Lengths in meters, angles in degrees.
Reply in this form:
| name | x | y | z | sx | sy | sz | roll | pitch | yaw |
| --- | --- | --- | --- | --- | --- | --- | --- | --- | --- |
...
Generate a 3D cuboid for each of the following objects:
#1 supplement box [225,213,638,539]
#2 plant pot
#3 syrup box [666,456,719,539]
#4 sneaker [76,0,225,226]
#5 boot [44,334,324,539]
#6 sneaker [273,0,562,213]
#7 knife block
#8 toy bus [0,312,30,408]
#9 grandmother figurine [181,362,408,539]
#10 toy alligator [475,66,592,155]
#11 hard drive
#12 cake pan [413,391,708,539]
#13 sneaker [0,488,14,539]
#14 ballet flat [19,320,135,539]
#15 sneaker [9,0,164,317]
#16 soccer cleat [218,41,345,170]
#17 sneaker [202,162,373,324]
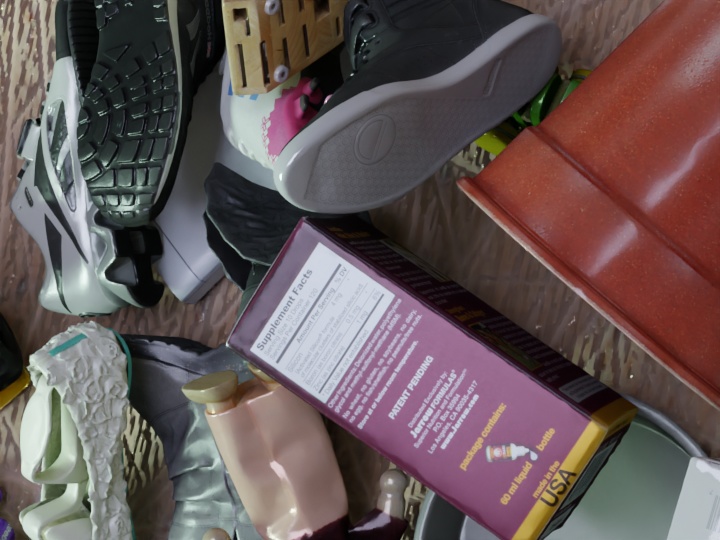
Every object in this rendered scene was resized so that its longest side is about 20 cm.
| name | x | y | z | sx | sy | sz | roll | pitch | yaw |
| --- | --- | --- | --- | --- | --- | --- | --- | --- | --- |
| supplement box | 0.040 | 0.058 | 1.624 | 0.200 | 0.110 | 0.086 | 34 | 100 | 10 |
| plant pot | 0.189 | -0.057 | 1.597 | 0.201 | 0.201 | 0.195 | 42 | 95 | 25 |
| syrup box | 0.227 | 0.146 | 1.535 | 0.079 | 0.200 | 0.082 | 17 | 93 | 27 |
| sneaker | -0.110 | -0.122 | 1.773 | 0.076 | 0.087 | 0.201 | -3 | 79 | 36 |
| boot | -0.109 | 0.106 | 1.793 | 0.199 | 0.070 | 0.132 | 3 | 91 | 32 |
| sneaker | 0.008 | -0.100 | 1.641 | 0.099 | 0.200 | 0.071 | 31 | 140 | 36 |
| knife block | -0.058 | -0.196 | 1.731 | 0.175 | 0.200 | 0.064 | 26 | 138 | 35 |
| toy bus | -0.314 | 0.006 | 1.835 | 0.135 | 0.200 | 0.192 | -29 | 65 | 8 |
| grandmother figurine | -0.028 | 0.146 | 1.717 | 0.121 | 0.061 | 0.201 | -18 | 100 | 6 |
| toy alligator | 0.079 | -0.104 | 1.709 | 0.200 | 0.054 | 0.059 | 22 | 75 | 19 |
| hard drive | -0.073 | -0.095 | 1.818 | 0.200 | 0.027 | 0.132 | -44 | 67 | 16 |
| cake pan | 0.125 | 0.166 | 1.678 | 0.200 | 0.037 | 0.201 | -4 | 82 | 27 |
| sneaker | -0.251 | 0.187 | 1.819 | 0.088 | 0.081 | 0.200 | -20 | 40 | 7 |
| ballet flat | -0.175 | 0.123 | 1.778 | 0.072 | 0.072 | 0.201 | 16 | 120 | 28 |
| sneaker | -0.180 | -0.070 | 1.814 | 0.088 | 0.074 | 0.201 | -11 | 81 | 27 |
| soccer cleat | -0.040 | -0.082 | 1.716 | 0.086 | 0.070 | 0.200 | -48 | 30 | 25 |
| sneaker | 0.000 | 0.002 | 1.742 | 0.199 | 0.060 | 0.104 | 9 | 54 | 3 |
